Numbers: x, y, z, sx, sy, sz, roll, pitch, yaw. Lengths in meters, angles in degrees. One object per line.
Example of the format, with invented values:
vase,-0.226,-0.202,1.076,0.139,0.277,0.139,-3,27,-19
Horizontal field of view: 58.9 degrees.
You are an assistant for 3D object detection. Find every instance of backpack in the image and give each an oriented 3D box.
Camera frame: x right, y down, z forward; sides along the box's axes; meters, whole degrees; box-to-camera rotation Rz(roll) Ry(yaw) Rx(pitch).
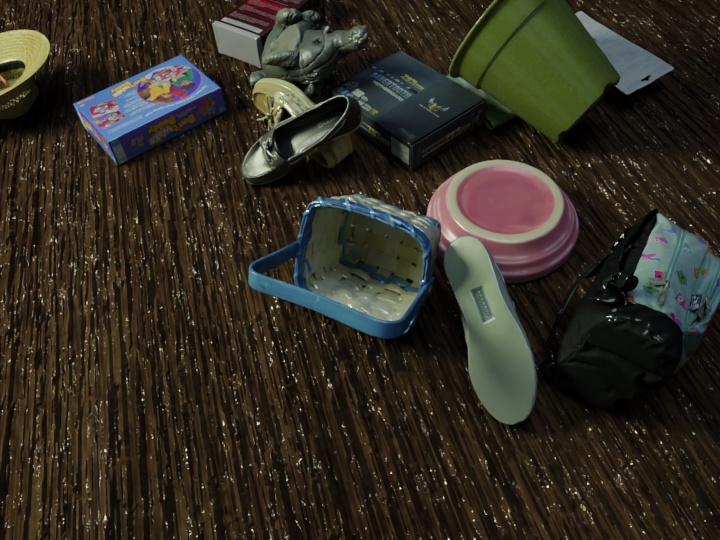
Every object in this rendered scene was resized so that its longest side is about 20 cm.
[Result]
backpack,0.295,0.037,0.669,0.126,0.168,0.200,38,56,8

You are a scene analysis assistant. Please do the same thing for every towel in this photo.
towel,0.233,-0.312,1.037,0.199,0.031,0.149,-34,55,-22

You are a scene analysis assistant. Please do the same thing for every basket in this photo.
basket,0.000,0.000,0.695,0.174,0.142,0.199,21,25,21

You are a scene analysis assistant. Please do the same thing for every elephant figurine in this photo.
elephant figurine,-0.085,-0.328,0.987,0.139,0.158,0.201,6,29,-18

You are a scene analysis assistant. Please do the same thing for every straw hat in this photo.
straw hat,-0.586,-0.300,1.048,0.197,0.086,0.204,-5,52,7

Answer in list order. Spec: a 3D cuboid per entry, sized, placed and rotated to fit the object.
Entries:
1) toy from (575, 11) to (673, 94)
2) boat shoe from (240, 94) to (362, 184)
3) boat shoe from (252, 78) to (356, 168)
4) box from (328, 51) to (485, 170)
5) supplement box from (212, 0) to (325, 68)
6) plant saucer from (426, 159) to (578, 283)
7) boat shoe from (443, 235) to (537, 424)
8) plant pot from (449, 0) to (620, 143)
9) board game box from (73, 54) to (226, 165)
toy,0.390,-0.345,1.041,0.114,0.048,0.201,-29,60,-20
boat shoe,-0.090,-0.187,0.889,0.197,0.057,0.068,-28,80,9
boat shoe,-0.097,-0.224,0.956,0.198,0.074,0.063,34,65,24
box,0.069,-0.253,0.984,0.156,0.052,0.200,-33,55,-23
supplement box,-0.164,-0.459,1.169,0.108,0.061,0.201,25,57,22
plant saucer,0.184,-0.076,0.827,0.196,0.051,0.203,-2,49,2
boat shoe,0.146,0.061,0.690,0.069,0.071,0.205,-21,74,23
plant pot,0.261,-0.292,0.916,0.190,0.200,0.200,47,63,6
board game box,-0.336,-0.263,1.024,0.198,0.045,0.134,-34,55,-22
